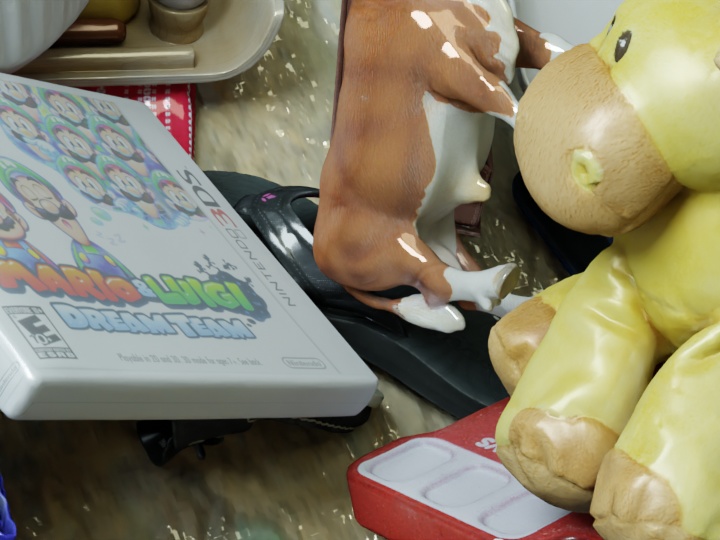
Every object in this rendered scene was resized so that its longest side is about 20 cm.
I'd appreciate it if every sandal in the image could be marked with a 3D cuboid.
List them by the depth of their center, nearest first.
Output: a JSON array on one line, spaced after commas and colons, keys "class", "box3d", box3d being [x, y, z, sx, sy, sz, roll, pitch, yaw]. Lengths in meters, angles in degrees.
[{"class": "sandal", "box3d": [0.001, 0.000, 0.814, 0.199, 0.048, 0.076, 27, 41, -1]}]

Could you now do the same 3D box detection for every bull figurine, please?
[{"class": "bull figurine", "box3d": [0.031, -0.065, 0.710, 0.121, 0.202, 0.065, 32, 42, 28]}]

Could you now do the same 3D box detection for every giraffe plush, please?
[{"class": "giraffe plush", "box3d": [0.118, -0.024, 0.623, 0.199, 0.163, 0.172, -36, 36, -15]}]

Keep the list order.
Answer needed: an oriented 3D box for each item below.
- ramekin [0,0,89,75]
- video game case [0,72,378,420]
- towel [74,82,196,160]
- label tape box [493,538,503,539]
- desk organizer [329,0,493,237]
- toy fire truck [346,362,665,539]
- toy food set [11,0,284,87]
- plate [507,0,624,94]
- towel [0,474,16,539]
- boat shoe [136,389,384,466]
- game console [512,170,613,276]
[{"class": "ramekin", "box3d": [-0.196, -0.162, 0.762, 0.198, 0.106, 0.202, 1, 49, -1]}, {"class": "video game case", "box3d": [-0.104, -0.014, 0.694, 0.182, 0.024, 0.199, 49, 23, 27]}, {"class": "towel", "box3d": [-0.173, -0.041, 0.821, 0.198, 0.023, 0.146, 5, 59, -11]}, {"class": "label tape box", "box3d": [0.068, 0.211, 0.641, 0.142, 0.066, 0.202, 25, 92, 3]}, {"class": "desk organizer", "box3d": [0.030, -0.114, 0.849, 0.071, 0.078, 0.201, 11, 40, -7]}, {"class": "toy fire truck", "box3d": [0.111, 0.087, 0.711, 0.167, 0.113, 0.199, -23, 25, -30]}, {"class": "toy food set", "box3d": [-0.145, -0.156, 0.858, 0.198, 0.061, 0.144, -3, 48, -16]}, {"class": "plate", "box3d": [0.135, -0.136, 0.854, 0.198, 0.032, 0.202, 10, 56, -29]}, {"class": "towel", "box3d": [-0.171, 0.071, 0.654, 0.049, 0.149, 0.201, 7, 38, -26]}, {"class": "boat shoe", "box3d": [-0.085, 0.047, 0.760, 0.198, 0.074, 0.067, 18, 94, -31]}, {"class": "game console", "box3d": [0.203, -0.035, 0.858, 0.199, 0.170, 0.119, -24, 94, -25]}]
